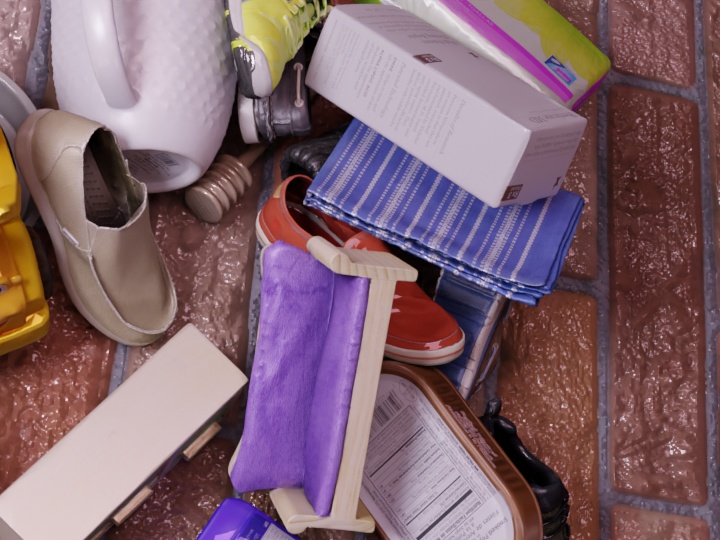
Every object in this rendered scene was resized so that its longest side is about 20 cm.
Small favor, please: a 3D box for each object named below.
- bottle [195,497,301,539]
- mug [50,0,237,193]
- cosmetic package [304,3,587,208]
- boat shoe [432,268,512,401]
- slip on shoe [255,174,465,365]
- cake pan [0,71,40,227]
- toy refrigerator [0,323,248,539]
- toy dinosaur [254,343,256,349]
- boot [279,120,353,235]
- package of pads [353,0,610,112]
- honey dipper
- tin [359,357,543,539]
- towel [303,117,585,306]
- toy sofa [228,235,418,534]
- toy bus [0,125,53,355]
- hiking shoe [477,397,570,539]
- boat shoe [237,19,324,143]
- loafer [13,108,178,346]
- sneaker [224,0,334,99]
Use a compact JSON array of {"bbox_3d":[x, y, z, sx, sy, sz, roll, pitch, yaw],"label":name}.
[{"bbox_3d":[-0.037,0.249,1.164,0.200,0.065,0.084,35,68,0],"label":"bottle"},{"bbox_3d":[-0.172,-0.166,1.239,0.147,0.200,0.176,-6,70,8],"label":"mug"},{"bbox_3d":[0.065,-0.131,1.253,0.200,0.074,0.102,33,25,25],"label":"cosmetic package"},{"bbox_3d":[0.073,0.072,1.267,0.072,0.072,0.200,28,86,27],"label":"boat shoe"},{"bbox_3d":[0.000,0.000,1.226,0.200,0.061,0.074,42,45,22],"label":"slip on shoe"},{"bbox_3d":[-0.338,-0.079,1.236,0.200,0.037,0.201,7,65,-15],"label":"cake pan"},{"bbox_3d":[-0.173,0.136,1.168,0.070,0.076,0.200,43,61,5],"label":"toy refrigerator"},{"bbox_3d":[-0.027,0.061,1.267,0.088,0.047,0.200,41,64,-4],"label":"toy dinosaur"},{"bbox_3d":[0.050,-0.050,1.317,0.211,0.080,0.158,43,54,17],"label":"boot"},{"bbox_3d":[0.109,-0.200,1.383,0.200,0.068,0.155,41,34,4],"label":"package of pads"},{"bbox_3d":[-0.071,-0.115,1.338,0.038,0.038,0.200,39,58,3],"label":"honey dipper"},{"bbox_3d":[0.050,0.155,1.198,0.200,0.112,0.042,52,27,18],"label":"tin"},{"bbox_3d":[0.069,-0.056,1.247,0.200,0.024,0.145,24,41,5],"label":"towel"},{"bbox_3d":[-0.029,0.080,1.146,0.097,0.083,0.201,8,98,-15],"label":"toy sofa"},{"bbox_3d":[-0.287,-0.053,1.111,0.135,0.192,0.200,-17,74,-25],"label":"toy bus"},{"bbox_3d":[0.122,0.198,1.216,0.076,0.101,0.200,-22,74,-24],"label":"hiking shoe"},{"bbox_3d":[-0.057,-0.185,1.332,0.060,0.074,0.200,1,48,9],"label":"boat shoe"},{"bbox_3d":[-0.186,-0.028,1.194,0.076,0.068,0.200,-50,125,-39],"label":"loafer"},{"bbox_3d":[-0.060,-0.208,1.250,0.076,0.076,0.200,-1,45,5],"label":"sneaker"}]
